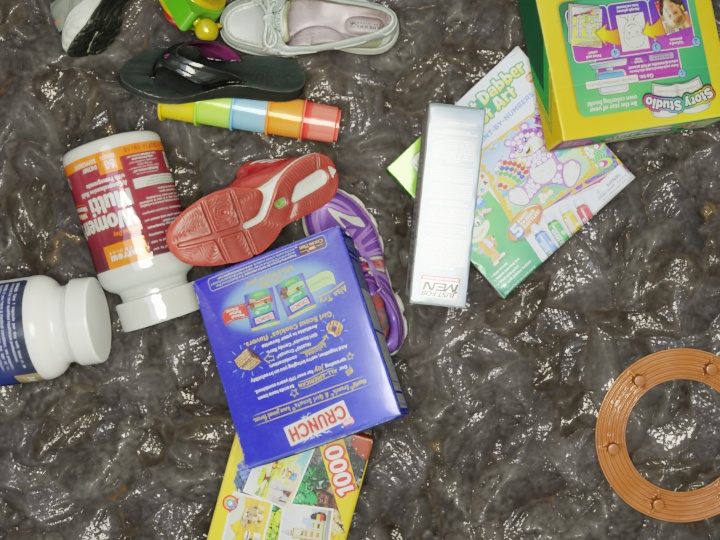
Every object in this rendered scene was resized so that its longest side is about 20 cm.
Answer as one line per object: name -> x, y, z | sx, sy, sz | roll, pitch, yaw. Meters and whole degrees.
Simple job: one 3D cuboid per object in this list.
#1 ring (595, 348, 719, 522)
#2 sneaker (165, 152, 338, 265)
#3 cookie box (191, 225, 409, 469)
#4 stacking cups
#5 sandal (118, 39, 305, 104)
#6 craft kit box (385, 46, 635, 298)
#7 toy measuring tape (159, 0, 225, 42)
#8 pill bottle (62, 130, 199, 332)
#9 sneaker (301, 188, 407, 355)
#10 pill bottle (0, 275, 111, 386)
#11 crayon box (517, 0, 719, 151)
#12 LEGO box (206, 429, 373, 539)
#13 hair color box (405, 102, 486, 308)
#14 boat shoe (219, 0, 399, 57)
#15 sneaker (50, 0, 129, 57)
ring -> 0.368, 0.190, 1.081 | 0.199, 0.019, 0.202 | 0, 92, 1
sneaker -> -0.128, -0.065, 1.017 | 0.199, 0.115, 0.079 | -24, 106, -26
cookie box -> -0.061, 0.081, 0.974 | 0.170, 0.075, 0.201 | -20, 78, 9
stacking cups -> -0.122, -0.176, 1.056 | 0.199, 0.061, 0.061 | 11, 93, -5
sandal -> -0.156, -0.218, 1.009 | 0.199, 0.048, 0.076 | -4, 53, -17
craft kit box -> 0.165, -0.108, 1.059 | 0.200, 0.049, 0.198 | -43, 89, 2
toy measuring tape -> -0.201, -0.330, 1.050 | 0.073, 0.074, 0.201 | -31, 72, 2
pill bottle -> -0.243, -0.042, 1.031 | 0.109, 0.110, 0.201 | -17, 92, 1
sneaker -> 0.000, 0.000, 1.044 | 0.080, 0.083, 0.201 | -27, 91, 2
pill bottle -> -0.382, 0.067, 1.033 | 0.199, 0.116, 0.117 | -8, 92, 1
crayon box -> 0.284, -0.231, 1.020 | 0.199, 0.058, 0.174 | -10, 87, -10
LEGO box -> -0.082, 0.256, 1.058 | 0.148, 0.077, 0.201 | 15, 92, 0
hair color box -> 0.087, -0.067, 0.991 | 0.060, 0.099, 0.201 | 6, 93, 0
boat shoe -> -0.058, -0.272, 1.040 | 0.201, 0.065, 0.075 | 5, 92, 3
sneaker -> -0.272, -0.316, 1.008 | 0.200, 0.074, 0.080 | -38, 81, 32
